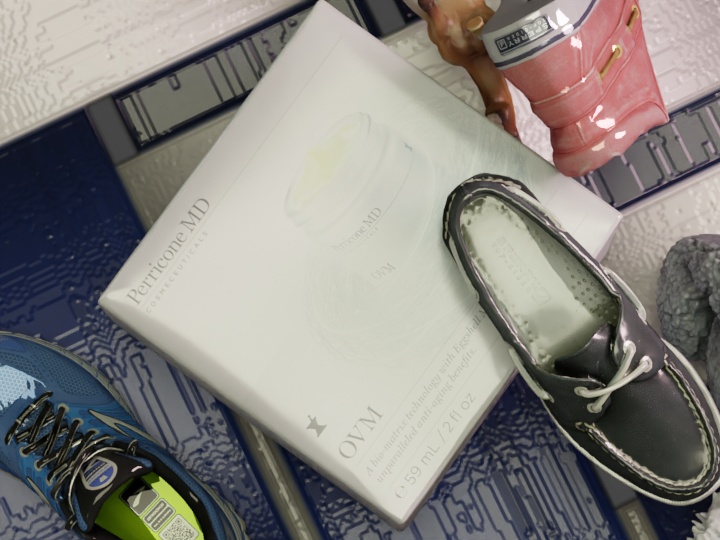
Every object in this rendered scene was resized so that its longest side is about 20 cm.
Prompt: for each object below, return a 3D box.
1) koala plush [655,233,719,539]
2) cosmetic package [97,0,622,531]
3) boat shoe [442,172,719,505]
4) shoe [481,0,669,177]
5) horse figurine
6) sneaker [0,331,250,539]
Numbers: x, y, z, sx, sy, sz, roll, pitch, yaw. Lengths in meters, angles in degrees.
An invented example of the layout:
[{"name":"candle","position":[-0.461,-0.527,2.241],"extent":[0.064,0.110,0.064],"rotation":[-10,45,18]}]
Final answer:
[{"name":"koala plush","position":[0.243,0.089,1.503],"extent":[0.177,0.184,0.200],"rotation":[4,95,1]},{"name":"cosmetic package","position":[0.000,0.000,1.528],"extent":[0.200,0.123,0.200],"rotation":[35,85,5]},{"name":"boat shoe","position":[0.109,0.037,1.432],"extent":[0.076,0.060,0.200],"rotation":[-44,87,3]},{"name":"shoe","position":[0.121,-0.116,1.521],"extent":[0.071,0.200,0.091],"rotation":[-24,102,22]},{"name":"horse figurine","position":[0.032,-0.164,1.558],"extent":[0.050,0.133,0.200],"rotation":[-35,71,6]},{"name":"sneaker","position":[-0.142,0.099,1.533],"extent":[0.200,0.089,0.079],"rotation":[37,84,4]}]
